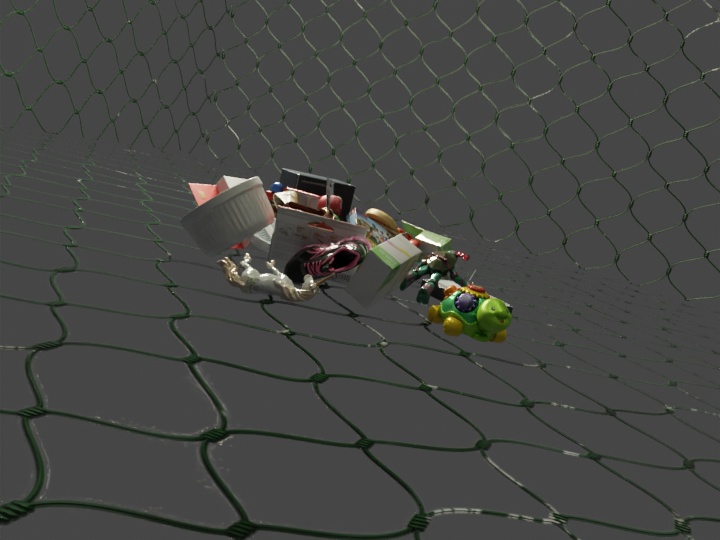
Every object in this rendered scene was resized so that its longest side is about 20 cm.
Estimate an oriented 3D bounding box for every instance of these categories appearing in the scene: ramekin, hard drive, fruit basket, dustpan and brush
[{"bbox_3d":[-0.285,-0.113,1.479,0.199,0.105,0.200,-29,6,3],"label":"ramekin"},{"bbox_3d":[0.264,0.069,1.682,0.139,0.038,0.200,5,15,-40],"label":"hard drive"},{"bbox_3d":[-0.069,-0.126,1.668,0.093,0.201,0.185,7,2,3],"label":"fruit basket"},{"bbox_3d":[-0.209,-0.072,1.627,0.200,0.057,0.139,55,29,7],"label":"dustpan and brush"}]

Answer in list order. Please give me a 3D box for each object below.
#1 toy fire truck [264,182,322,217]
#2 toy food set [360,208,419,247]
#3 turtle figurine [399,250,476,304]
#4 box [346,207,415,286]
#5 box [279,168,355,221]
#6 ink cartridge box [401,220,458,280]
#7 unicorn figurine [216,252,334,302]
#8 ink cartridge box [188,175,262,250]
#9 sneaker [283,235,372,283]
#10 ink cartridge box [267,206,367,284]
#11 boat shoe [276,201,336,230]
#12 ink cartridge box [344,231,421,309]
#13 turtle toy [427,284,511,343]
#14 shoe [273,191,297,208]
[{"bbox_3d":[-0.199,-0.140,1.774,0.199,0.169,0.112,18,11,20],"label":"toy fire truck"},{"bbox_3d":[0.074,-0.105,1.847,0.199,0.049,0.198,32,-6,-21],"label":"toy food set"},{"bbox_3d":[0.187,0.003,1.631,0.149,0.101,0.200,20,36,40],"label":"turtle figurine"},{"bbox_3d":[0.050,-0.056,1.691,0.200,0.038,0.137,35,29,-27],"label":"box"},{"bbox_3d":[-0.143,-0.181,1.979,0.199,0.198,0.124,8,13,-34],"label":"box"},{"bbox_3d":[0.184,-0.048,1.897,0.048,0.146,0.200,-37,39,-26],"label":"ink cartridge box"},{"bbox_3d":[-0.169,0.020,1.296,0.199,0.074,0.137,-7,29,-25],"label":"unicorn figurine"},{"bbox_3d":[-0.314,-0.144,1.669,0.176,0.045,0.201,-1,58,-53],"label":"ink cartridge box"},{"bbox_3d":[-0.076,-0.016,1.398,0.199,0.079,0.095,-19,14,15],"label":"sneaker"},{"bbox_3d":[-0.095,-0.063,1.480,0.199,0.177,0.045,14,42,-4],"label":"ink cartridge box"},{"bbox_3d":[-0.088,-0.106,1.525,0.199,0.072,0.072,22,45,-15],"label":"boat shoe"},{"bbox_3d":[0.060,-0.005,1.449,0.067,0.117,0.200,39,29,12],"label":"ink cartridge box"},{"bbox_3d":[0.237,0.088,1.375,0.145,0.102,0.200,10,12,-22],"label":"turtle toy"},{"bbox_3d":[-0.172,-0.122,1.653,0.053,0.070,0.201,9,42,-32],"label":"shoe"}]
